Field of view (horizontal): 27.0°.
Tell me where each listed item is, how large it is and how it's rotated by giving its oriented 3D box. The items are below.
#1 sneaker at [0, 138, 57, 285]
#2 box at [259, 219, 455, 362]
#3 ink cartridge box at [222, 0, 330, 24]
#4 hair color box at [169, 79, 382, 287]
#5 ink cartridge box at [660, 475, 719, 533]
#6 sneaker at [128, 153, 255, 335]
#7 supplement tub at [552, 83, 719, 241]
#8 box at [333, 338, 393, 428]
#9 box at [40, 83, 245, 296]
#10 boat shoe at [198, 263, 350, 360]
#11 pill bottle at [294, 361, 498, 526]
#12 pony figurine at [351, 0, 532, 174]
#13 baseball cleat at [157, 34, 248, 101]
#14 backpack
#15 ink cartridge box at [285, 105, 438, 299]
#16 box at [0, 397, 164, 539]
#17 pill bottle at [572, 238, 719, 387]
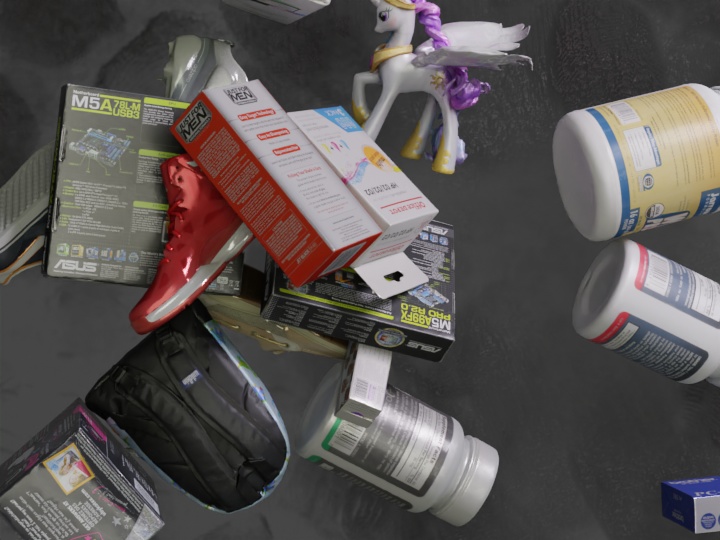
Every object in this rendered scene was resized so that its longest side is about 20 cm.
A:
[{"bbox_3d":[-0.320,-0.067,1.546,0.200,0.078,0.079,-41,144,-20],"label":"sneaker"},{"bbox_3d":[0.000,0.000,1.572,0.200,0.044,0.160,14,49,-14],"label":"box"},{"bbox_3d":[-0.069,-0.337,1.515,0.084,0.200,0.145,17,90,-14],"label":"ink cartridge box"},{"bbox_3d":[-0.080,-0.086,1.439,0.061,0.101,0.200,-44,79,30],"label":"hair color box"},{"bbox_3d":[0.454,0.260,1.711,0.200,0.094,0.044,-4,94,-11],"label":"ink cartridge box"},{"bbox_3d":[-0.179,-0.038,1.466,0.116,0.078,0.200,46,65,-7],"label":"sneaker"},{"bbox_3d":[0.325,-0.122,1.638,0.200,0.145,0.145,-14,96,-10],"label":"supplement tub"},{"bbox_3d":[0.012,0.073,1.576,0.041,0.039,0.200,23,47,-14],"label":"box"},{"bbox_3d":[-0.210,-0.078,1.508,0.200,0.048,0.193,5,88,-19],"label":"box"},{"bbox_3d":[-0.086,0.053,1.608,0.200,0.072,0.065,22,129,-12],"label":"boat shoe"},{"bbox_3d":[0.040,0.190,1.612,0.200,0.113,0.113,29,87,-12],"label":"pill bottle"},{"bbox_3d":[0.078,-0.209,1.591,0.193,0.167,0.200,9,108,-1],"label":"pony figurine"},{"bbox_3d":[-0.166,-0.145,1.569,0.106,0.070,0.200,6,92,-3],"label":"baseball cleat"},{"bbox_3d":[-0.159,0.157,1.565,0.200,0.154,0.163,44,83,10],"label":"backpack"},{"bbox_3d":[-0.001,-0.072,1.527,0.200,0.115,0.068,48,118,12],"label":"ink cartridge box"},{"bbox_3d":[-0.283,0.225,1.502,0.115,0.200,0.132,-40,100,-5],"label":"box"},{"bbox_3d":[0.348,0.057,1.666,0.200,0.120,0.120,26,88,-12],"label":"pill bottle"}]
